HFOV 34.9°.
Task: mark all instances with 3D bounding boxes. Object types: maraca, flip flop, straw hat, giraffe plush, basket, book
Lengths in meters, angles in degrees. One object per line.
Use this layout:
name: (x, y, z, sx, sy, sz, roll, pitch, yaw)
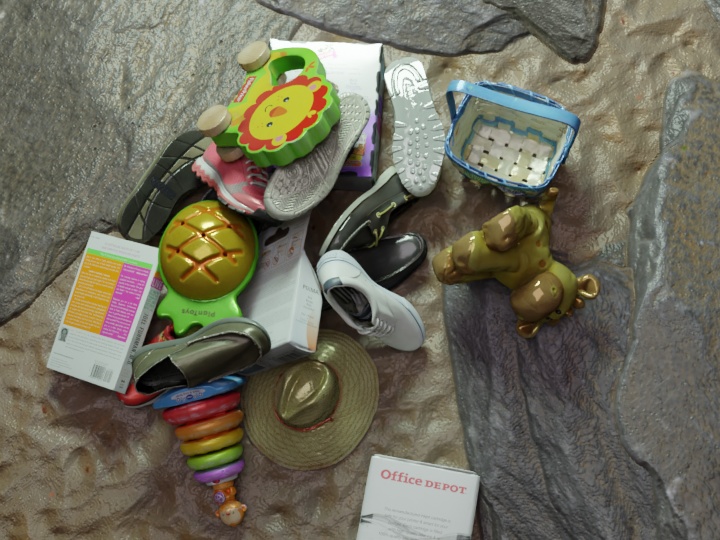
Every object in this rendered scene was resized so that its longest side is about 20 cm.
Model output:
maraca: (-0.206, -0.005, 1.533, 0.136, 0.107, 0.201, 2, 64, 6)
flip flop: (-0.275, -0.121, 1.635, 0.081, 0.057, 0.200, 42, 73, -17)
straw hat: (-0.073, 0.164, 1.535, 0.199, 0.085, 0.203, -1, 77, 5)
giraffe plush: (0.220, 0.004, 1.530, 0.199, 0.172, 0.163, -27, 85, -37)
basket: (0.202, -0.181, 1.530, 0.175, 0.200, 0.140, 20, 71, 13)
book: (-0.346, 0.057, 1.584, 0.133, 0.048, 0.201, 13, 79, 33)

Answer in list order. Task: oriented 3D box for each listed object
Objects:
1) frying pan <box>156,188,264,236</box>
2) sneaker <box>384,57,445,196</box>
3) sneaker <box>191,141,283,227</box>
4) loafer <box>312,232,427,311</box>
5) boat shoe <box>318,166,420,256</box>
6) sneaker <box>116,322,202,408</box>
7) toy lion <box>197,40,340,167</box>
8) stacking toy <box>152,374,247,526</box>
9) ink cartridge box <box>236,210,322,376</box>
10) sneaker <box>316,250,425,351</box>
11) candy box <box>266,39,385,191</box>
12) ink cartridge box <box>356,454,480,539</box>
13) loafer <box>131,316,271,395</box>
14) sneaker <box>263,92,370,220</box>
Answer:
frying pan: (-0.213, -0.055, 1.626, 0.189, 0.031, 0.115, -31, 65, 11)
sneaker: (0.082, -0.195, 1.604, 0.076, 0.081, 0.202, -7, 73, 8)
sneaker: (-0.158, -0.131, 1.547, 0.200, 0.074, 0.087, 40, 102, 43)
loafer: (0.000, 0.000, 1.574, 0.199, 0.072, 0.073, -27, 75, -2)
boat shoe: (0.016, -0.069, 1.554, 0.060, 0.072, 0.201, 38, 48, 5)
sneaker: (-0.262, 0.105, 1.568, 0.200, 0.085, 0.077, -42, 75, -6)
toy lion: (-0.104, -0.217, 1.501, 0.191, 0.069, 0.201, 2, 52, 34)
stacking toy: (-0.195, 0.245, 1.532, 0.115, 0.110, 0.202, -14, 89, 9)
ink cartridge box: (-0.109, 0.031, 1.549, 0.050, 0.162, 0.201, 26, 60, -30)
sneaker: (0.012, 0.058, 1.510, 0.073, 0.200, 0.071, -33, 34, 28)
candy box: (-0.054, -0.222, 1.633, 0.166, 0.072, 0.202, 4, 78, 7)
ink cartridge box: (0.069, 0.350, 1.478, 0.143, 0.084, 0.202, 10, 79, 7)
loafer: (-0.206, 0.120, 1.467, 0.199, 0.070, 0.075, -19, 119, 17)
sneaker: (-0.064, -0.141, 1.522, 0.077, 0.111, 0.201, 34, 75, -6)
